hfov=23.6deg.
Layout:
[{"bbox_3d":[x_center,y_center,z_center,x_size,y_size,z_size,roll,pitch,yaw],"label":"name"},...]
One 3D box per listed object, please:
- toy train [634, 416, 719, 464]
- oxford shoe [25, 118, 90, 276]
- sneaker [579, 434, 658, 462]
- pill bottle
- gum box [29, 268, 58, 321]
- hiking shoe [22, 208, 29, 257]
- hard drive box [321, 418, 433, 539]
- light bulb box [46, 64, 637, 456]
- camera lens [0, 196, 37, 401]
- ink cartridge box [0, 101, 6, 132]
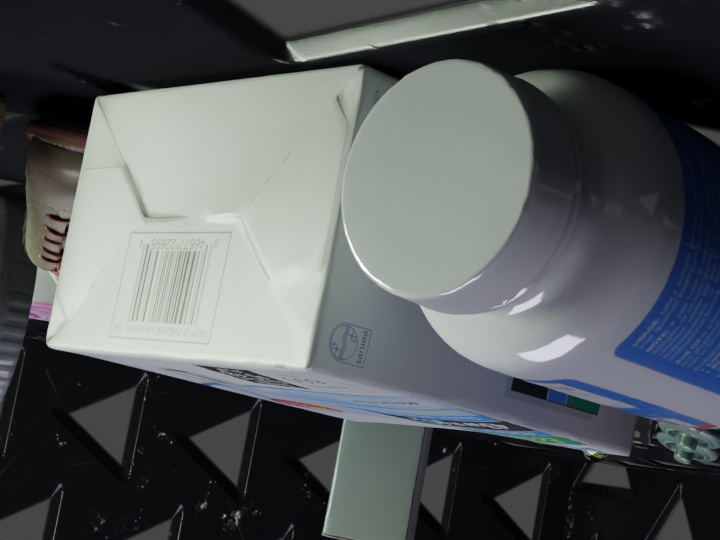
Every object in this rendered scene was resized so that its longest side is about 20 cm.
[{"bbox_3d":[0.201,0.071,1.173,0.113,0.086,0.200,18,166,13],"label":"toy train"},{"bbox_3d":[-0.147,-0.034,0.926,0.070,0.075,0.200,12,172,-4],"label":"oxford shoe"},{"bbox_3d":[0.261,0.158,1.766,0.070,0.083,0.199,15,171,-33],"label":"sneaker"},{"bbox_3d":[0.087,-0.010,0.641,0.112,0.113,0.199,4,170,40],"label":"pill bottle"},{"bbox_3d":[-0.287,-0.002,1.398,0.198,0.067,0.113,9,171,18],"label":"gum box"},{"bbox_3d":[-0.110,-0.015,1.089,0.199,0.076,0.101,17,-175,24],"label":"hiking shoe"},{"bbox_3d":[0.026,0.147,1.564,0.076,0.202,0.156,9,172,5],"label":"hard drive box"},{"bbox_3d":[0.000,0.000,0.784,0.199,0.126,0.197,18,169,-40],"label":"light bulb box"},{"bbox_3d":[-0.334,0.008,1.176,0.199,0.161,0.160,13,172,-20],"label":"camera lens"},{"bbox_3d":[-0.292,-0.025,0.851,0.198,0.166,0.075,9,172,13],"label":"ink cartridge box"}]
